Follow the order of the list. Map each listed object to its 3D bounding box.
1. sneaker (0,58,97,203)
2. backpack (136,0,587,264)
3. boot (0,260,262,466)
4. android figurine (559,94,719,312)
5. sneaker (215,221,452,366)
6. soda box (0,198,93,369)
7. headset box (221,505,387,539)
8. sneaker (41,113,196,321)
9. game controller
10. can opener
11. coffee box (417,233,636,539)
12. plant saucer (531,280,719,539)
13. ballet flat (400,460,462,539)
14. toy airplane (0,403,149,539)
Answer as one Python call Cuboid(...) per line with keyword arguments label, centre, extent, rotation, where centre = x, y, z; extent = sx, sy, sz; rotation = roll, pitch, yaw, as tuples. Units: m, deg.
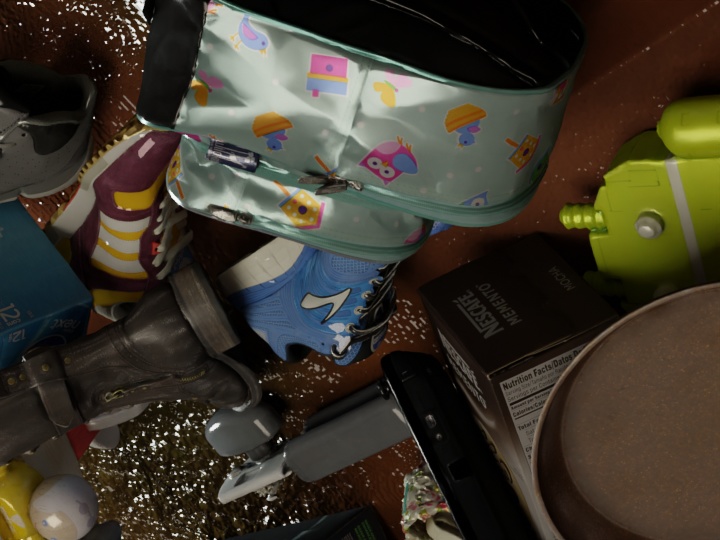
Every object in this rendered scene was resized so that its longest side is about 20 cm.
Cuboid(label="sneaker", centre=(-0.239, -0.072, 1.018), extent=(0.075, 0.200, 0.116), rotation=(56, 151, 12))
Cuboid(label="backpack", centre=(0.005, -0.094, 0.866), extent=(0.200, 0.176, 0.153), rotation=(12, 118, 6))
Cuboid(label="boot", centre=(-0.157, 0.070, 1.082), extent=(0.069, 0.174, 0.200), rotation=(61, 174, 22))
Cuboid(label="android figurine", centre=(0.202, -0.014, 0.918), extent=(0.200, 0.041, 0.182), rotation=(0, 126, 28))
Cuboid(label="sneaker", centre=(0.000, 0.000, 1.016), extent=(0.089, 0.079, 0.200), rotation=(57, 142, -1))
Cuboid(label="soda box", centre=(-0.249, -0.020, 1.105), extent=(0.200, 0.068, 0.064), rotation=(50, 142, 25))
Cuboid(label="headset box", centre=(-0.082, 0.249, 1.204), extent=(0.174, 0.200, 0.093), rotation=(-20, 98, 39))
Cuboid(label="sneaker", centre=(-0.129, -0.034, 1.078), extent=(0.090, 0.075, 0.200), rotation=(42, 145, -4))
Cuboid(label="game controller", centre=(0.065, 0.139, 1.002), extent=(0.104, 0.042, 0.200), rotation=(77, 168, -70))
Cuboid(label="can opener", centre=(-0.032, 0.105, 1.148), extent=(0.200, 0.053, 0.066), rotation=(-24, 111, 41))
Cuboid(label="coffee box", centre=(0.113, 0.095, 0.997), extent=(0.080, 0.113, 0.200), rotation=(-25, 119, -6))
Cuboid(label="plant saucer", centre=(0.185, 0.083, 0.910), extent=(0.200, 0.034, 0.200), rotation=(-2, 121, -3))
Cuboid(label="ballet flat", centre=(0.112, 0.186, 1.122), extent=(0.200, 0.064, 0.076), rotation=(23, 134, 12))
Cuboid(label="toy airplane", centre=(-0.214, 0.137, 1.187), extent=(0.200, 0.199, 0.141), rotation=(18, -178, -45))
